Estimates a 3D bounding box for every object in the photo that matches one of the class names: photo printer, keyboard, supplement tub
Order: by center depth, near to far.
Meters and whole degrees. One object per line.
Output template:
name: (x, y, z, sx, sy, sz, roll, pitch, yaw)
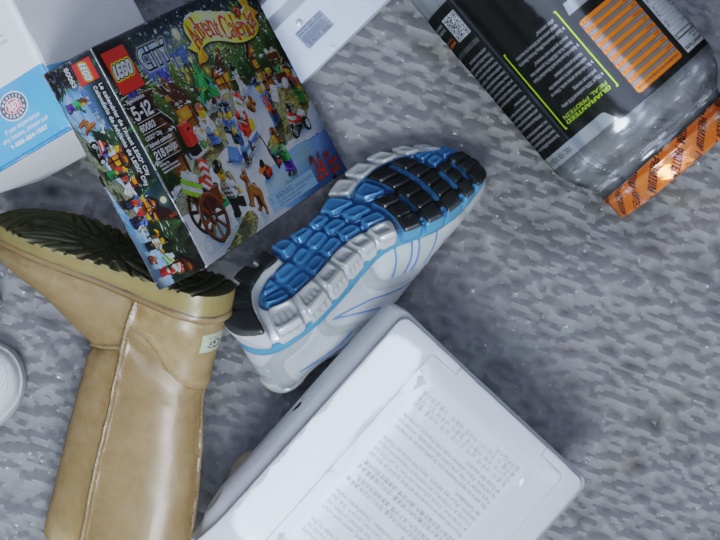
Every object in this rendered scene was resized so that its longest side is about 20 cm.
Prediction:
photo printer: (0.011, 0.146, 1.381, 0.166, 0.069, 0.200, 42, 83, -8)
supplement tub: (0.131, -0.138, 1.410, 0.123, 0.123, 0.200, -39, 90, -4)
keyboard: (-0.035, -0.157, 1.459, 0.200, 0.011, 0.056, -44, 96, -4)

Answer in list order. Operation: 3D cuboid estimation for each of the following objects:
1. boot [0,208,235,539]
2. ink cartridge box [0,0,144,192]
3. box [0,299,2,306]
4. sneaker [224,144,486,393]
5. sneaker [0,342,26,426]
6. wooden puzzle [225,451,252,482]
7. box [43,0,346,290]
boot: (-0.165, 0.080, 1.394, 0.175, 0.066, 0.200, 23, 111, 28)
ink cartridge box: (-0.223, -0.156, 1.366, 0.129, 0.125, 0.200, -26, 89, 29)
box: (-0.291, -0.051, 1.423, 0.041, 0.039, 0.200, -35, 90, -6)
sneaker: (0.000, 0.000, 1.429, 0.200, 0.087, 0.075, -38, 49, -21)
sneaker: (-0.299, 0.085, 1.379, 0.200, 0.116, 0.074, -14, 86, -6)
wooden puzzle: (-0.014, 0.227, 1.430, 0.200, 0.037, 0.185, 20, 86, -7)
box: (-0.091, -0.085, 1.355, 0.038, 0.200, 0.137, -24, 98, 28)
